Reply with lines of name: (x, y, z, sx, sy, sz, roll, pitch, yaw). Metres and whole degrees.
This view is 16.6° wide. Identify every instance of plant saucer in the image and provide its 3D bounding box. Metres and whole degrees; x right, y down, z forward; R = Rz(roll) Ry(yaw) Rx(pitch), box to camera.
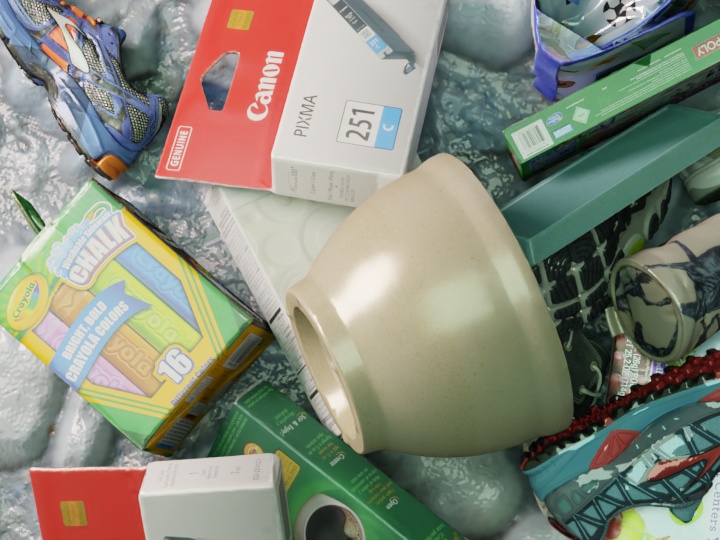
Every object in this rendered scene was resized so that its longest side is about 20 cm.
plant saucer: (0.165, -0.062, 1.675, 0.200, 0.070, 0.019, -32, 119, -27)

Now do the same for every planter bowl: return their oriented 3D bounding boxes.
planter bowl: (0.033, 0.040, 1.611, 0.135, 0.200, 0.200, -24, 82, -10)

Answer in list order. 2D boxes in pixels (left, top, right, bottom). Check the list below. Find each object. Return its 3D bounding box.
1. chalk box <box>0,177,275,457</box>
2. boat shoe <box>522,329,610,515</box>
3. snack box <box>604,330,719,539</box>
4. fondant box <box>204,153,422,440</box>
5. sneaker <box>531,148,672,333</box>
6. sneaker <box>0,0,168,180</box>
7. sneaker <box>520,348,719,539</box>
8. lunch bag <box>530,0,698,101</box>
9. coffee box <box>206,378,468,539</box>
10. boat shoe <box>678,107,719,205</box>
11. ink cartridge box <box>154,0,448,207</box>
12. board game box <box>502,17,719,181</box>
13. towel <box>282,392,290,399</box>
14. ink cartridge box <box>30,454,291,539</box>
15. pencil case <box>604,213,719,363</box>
chalk box: (-0.179, 0.021, 1.748, 0.200, 0.125, 0.124, 40, 89, 9)
boat shoe: (0.144, 0.072, 1.731, 0.068, 0.072, 0.200, 1, 75, -3)
snack box: (0.250, 0.134, 1.719, 0.168, 0.068, 0.200, 9, 86, 8)
fondant box: (0.000, 0.000, 1.741, 0.144, 0.058, 0.200, -26, 83, -19)
sneaker: (0.146, -0.023, 1.706, 0.080, 0.200, 0.078, 11, 127, 30)
sneaker: (-0.213, -0.164, 1.803, 0.078, 0.075, 0.200, -35, 90, -7)
sneaker: (0.213, 0.119, 1.666, 0.200, 0.079, 0.096, -26, 100, 6)
lunch bag: (0.188, -0.211, 1.711, 0.124, 0.170, 0.200, 34, 87, 7)
coffee box: (-0.023, 0.183, 1.719, 0.200, 0.044, 0.123, 37, 127, 13)
boat shoe: (0.309, -0.122, 1.738, 0.202, 0.074, 0.065, -33, 78, 12)
ink cartridge box: (-0.039, -0.138, 1.738, 0.176, 0.045, 0.200, 8, 51, 6)
board game box: (0.195, -0.125, 1.717, 0.200, 0.135, 0.029, -27, 84, 3)
towel: (-0.008, 0.182, 1.749, 0.200, 0.018, 0.086, 44, 127, 7)
ink cartridge box: (-0.131, 0.226, 1.702, 0.176, 0.045, 0.200, -4, 116, 7)
pencil case: (0.261, -0.012, 1.688, 0.200, 0.089, 0.078, -30, 88, -22)
